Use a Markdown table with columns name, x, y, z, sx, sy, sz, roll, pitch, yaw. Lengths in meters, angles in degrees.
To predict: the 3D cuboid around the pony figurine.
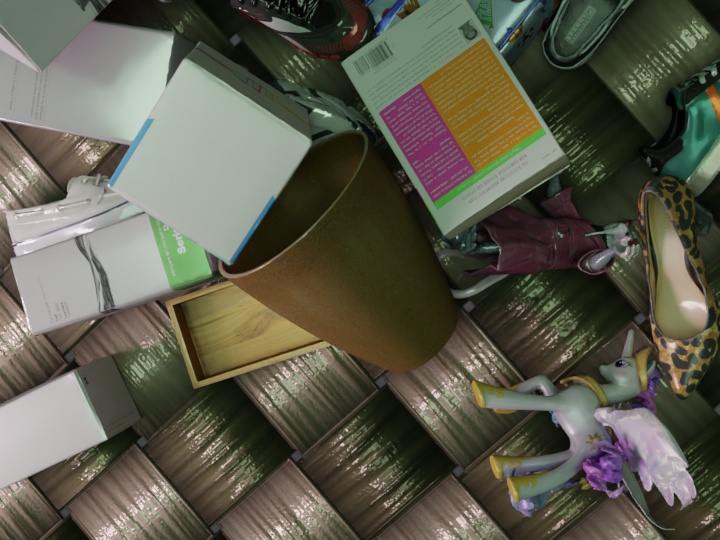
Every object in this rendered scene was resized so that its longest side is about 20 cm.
| name | x | y | z | sx | sy | sz | roll | pitch | yaw |
| --- | --- | --- | --- | --- | --- | --- | --- | --- | --- |
| pony figurine | 0.229 | 0.165 | 1.021 | 0.199 | 0.167 | 0.194 | -15 | 65 | -7 |

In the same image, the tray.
| name | x | y | z | sx | sy | sz | roll | pitch | yaw |
| --- | --- | --- | --- | --- | --- | --- | --- | --- | --- |
| tray | -0.097 | 0.048 | 1.116 | 0.199 | 0.037 | 0.099 | -18 | 91 | 10 |

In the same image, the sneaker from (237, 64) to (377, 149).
| name | x | y | z | sx | sy | sz | roll | pitch | yaw |
| --- | --- | --- | --- | --- | --- | --- | --- | --- | --- |
| sneaker | -0.092 | -0.127 | 1.085 | 0.198 | 0.080 | 0.130 | 17 | 112 | -11 |

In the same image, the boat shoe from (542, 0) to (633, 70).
| name | x | y | z | sx | sy | sz | roll | pitch | yaw |
| --- | --- | --- | --- | --- | --- | --- | --- | --- | --- |
| boat shoe | 0.244 | -0.290 | 1.026 | 0.074 | 0.068 | 0.200 | 38 | 98 | 4 |

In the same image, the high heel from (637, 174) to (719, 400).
| name | x | y | z | sx | sy | sz | roll | pitch | yaw |
| --- | --- | --- | --- | --- | --- | --- | --- | --- | --- |
| high heel | 0.289 | 0.015 | 0.987 | 0.071 | 0.142 | 0.201 | -2 | 76 | 36 |

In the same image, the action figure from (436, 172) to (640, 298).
| name | x | y | z | sx | sy | sz | roll | pitch | yaw |
| --- | --- | --- | --- | --- | --- | --- | --- | --- | --- |
| action figure | 0.187 | -0.020 | 1.037 | 0.199 | 0.134 | 0.149 | 0 | 136 | -17 |

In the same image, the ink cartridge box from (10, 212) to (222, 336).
| name | x | y | z | sx | sy | sz | roll | pitch | yaw |
| --- | --- | --- | --- | --- | --- | --- | --- | --- | --- |
| ink cartridge box | -0.233 | -0.006 | 1.075 | 0.199 | 0.146 | 0.085 | -17 | 91 | 8 |

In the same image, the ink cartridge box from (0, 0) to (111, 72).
| name | x | y | z | sx | sy | sz | roll | pitch | yaw |
| --- | --- | --- | --- | --- | --- | --- | --- | --- | --- |
| ink cartridge box | -0.287 | -0.296 | 0.972 | 0.145 | 0.083 | 0.200 | 31 | 75 | 40 |

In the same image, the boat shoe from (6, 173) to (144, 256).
| name | x | y | z | sx | sy | sz | roll | pitch | yaw |
| --- | --- | --- | --- | --- | --- | --- | --- | --- | --- |
| boat shoe | -0.289 | -0.071 | 1.121 | 0.199 | 0.072 | 0.066 | -18 | 96 | 17 |

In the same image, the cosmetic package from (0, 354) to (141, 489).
| name | x | y | z | sx | sy | sz | roll | pitch | yaw |
| --- | --- | --- | --- | --- | --- | --- | --- | --- | --- |
| cosmetic package | -0.353 | 0.173 | 1.126 | 0.199 | 0.108 | 0.085 | -25 | 90 | 10 |

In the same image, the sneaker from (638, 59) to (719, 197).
| name | x | y | z | sx | sy | sz | roll | pitch | yaw |
| --- | --- | --- | --- | --- | --- | --- | --- | --- | --- |
| sneaker | 0.349 | -0.174 | 1.017 | 0.080 | 0.071 | 0.201 | 31 | 99 | 1 |

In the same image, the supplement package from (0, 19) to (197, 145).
| name | x | y | z | sx | sy | sz | roll | pitch | yaw |
| --- | --- | --- | --- | --- | --- | --- | --- | --- | --- |
| supplement package | -0.275 | -0.196 | 1.083 | 0.199 | 0.117 | 0.118 | 12 | 95 | 8 |

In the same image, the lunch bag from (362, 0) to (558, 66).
| name | x | y | z | sx | sy | sz | roll | pitch | yaw |
| --- | --- | --- | --- | --- | --- | --- | --- | --- | --- |
| lunch bag | 0.087 | -0.256 | 1.044 | 0.160 | 0.076 | 0.200 | 44 | 97 | 13 |

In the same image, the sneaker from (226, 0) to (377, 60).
| name | x | y | z | sx | sy | sz | roll | pitch | yaw |
| --- | --- | --- | --- | --- | --- | --- | --- | --- | --- |
| sneaker | -0.075 | -0.268 | 1.031 | 0.200 | 0.098 | 0.071 | 33 | 97 | 28 |

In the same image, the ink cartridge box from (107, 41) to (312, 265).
| name | x | y | z | sx | sy | sz | roll | pitch | yaw |
| --- | --- | --- | --- | --- | --- | --- | --- | --- | --- |
| ink cartridge box | -0.130 | -0.114 | 0.943 | 0.125 | 0.200 | 0.129 | 32 | 101 | -13 |

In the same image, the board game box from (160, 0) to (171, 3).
| name | x | y | z | sx | sy | sz | roll | pitch | yaw |
| --- | --- | --- | --- | --- | --- | --- | --- | --- | --- |
| board game box | -0.193 | -0.356 | 1.053 | 0.200 | 0.062 | 0.200 | -44 | 53 | 17 |

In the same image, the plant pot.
| name | x | y | z | sx | sy | sz | roll | pitch | yaw |
| --- | --- | --- | --- | --- | --- | --- | --- | --- | --- |
| plant pot | 0.000 | 0.000 | 1.008 | 0.186 | 0.187 | 0.200 | -42 | 113 | 9 |

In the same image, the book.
| name | x | y | z | sx | sy | sz | roll | pitch | yaw |
| --- | --- | --- | --- | --- | --- | --- | --- | --- | --- |
| book | 0.085 | -0.148 | 0.973 | 0.133 | 0.048 | 0.201 | -32 | 75 | 11 |
